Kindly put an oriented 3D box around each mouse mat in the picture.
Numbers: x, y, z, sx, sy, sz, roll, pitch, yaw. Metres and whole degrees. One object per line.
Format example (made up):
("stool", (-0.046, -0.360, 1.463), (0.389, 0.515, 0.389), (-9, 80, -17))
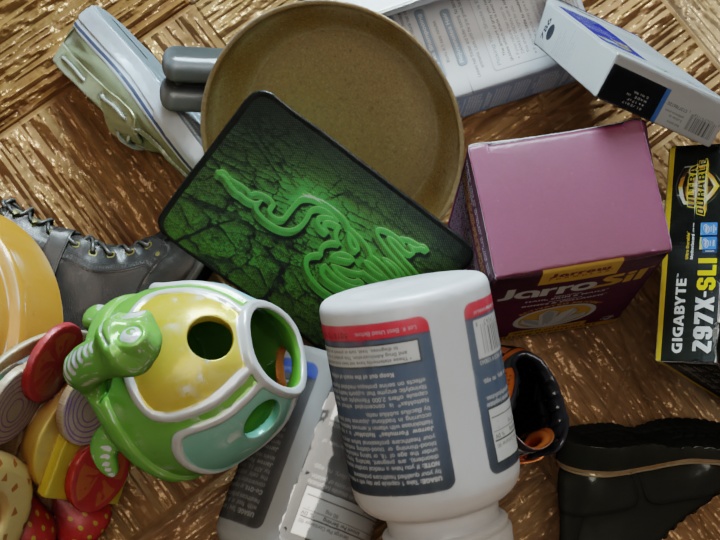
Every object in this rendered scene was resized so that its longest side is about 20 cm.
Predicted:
("mouse mat", (-0.036, -0.023, 1.003), (0.200, 0.161, 0.008), (36, 36, -10))

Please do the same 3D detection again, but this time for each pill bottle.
("pill bottle", (-0.040, 0.168, 1.021), (0.113, 0.114, 0.201), (21, 78, 2))
("pill bottle", (0.046, 0.108, 0.938), (0.119, 0.120, 0.201), (-10, 95, -5))

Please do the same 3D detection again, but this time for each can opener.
("can opener", (-0.056, -0.148, 1.052), (0.199, 0.053, 0.067), (-3, 39, -16))

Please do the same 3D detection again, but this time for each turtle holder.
("turtle holder", (-0.122, 0.061, 0.943), (0.131, 0.186, 0.141), (-19, 41, 24))

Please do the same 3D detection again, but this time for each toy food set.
("toy food set", (-0.228, 0.134, 0.984), (0.048, 0.200, 0.199), (20, 90, 33))

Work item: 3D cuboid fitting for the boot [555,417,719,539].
("boot", (0.235, 0.191, 1.062), (0.199, 0.077, 0.139), (3, 101, -17))

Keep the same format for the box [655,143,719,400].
("box", (0.278, 0.011, 1.030), (0.049, 0.200, 0.161), (1, 77, 31))

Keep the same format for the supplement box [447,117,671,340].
("supplement box", (0.141, -0.022, 1.024), (0.130, 0.200, 0.104), (-9, 73, -3))

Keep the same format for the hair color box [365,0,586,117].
("hair color box", (0.086, -0.185, 1.130), (0.199, 0.061, 0.100), (-18, 79, -7))

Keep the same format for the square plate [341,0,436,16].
("square plate", (0.054, -0.289, 1.135), (0.197, 0.029, 0.201), (-18, 53, -6))

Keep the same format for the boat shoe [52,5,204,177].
("boat shoe", (-0.174, -0.130, 1.095), (0.062, 0.072, 0.200), (-47, 63, 12))

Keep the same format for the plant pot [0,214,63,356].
("plant pot", (-0.344, 0.037, 0.968), (0.199, 0.183, 0.202), (-3, 81, 19))

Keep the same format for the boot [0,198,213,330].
("boot", (-0.208, -0.014, 1.075), (0.173, 0.069, 0.201), (24, 80, 2))

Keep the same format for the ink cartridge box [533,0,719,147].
("ink cartridge box", (0.194, -0.155, 1.026), (0.099, 0.200, 0.039), (20, 110, -16))

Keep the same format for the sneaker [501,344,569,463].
("sneaker", (0.090, 0.149, 1.024), (0.077, 0.112, 0.201), (20, 77, -23))

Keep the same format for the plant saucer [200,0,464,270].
("plant saucer", (-0.018, -0.100, 0.996), (0.199, 0.035, 0.201), (6, 112, 15))
